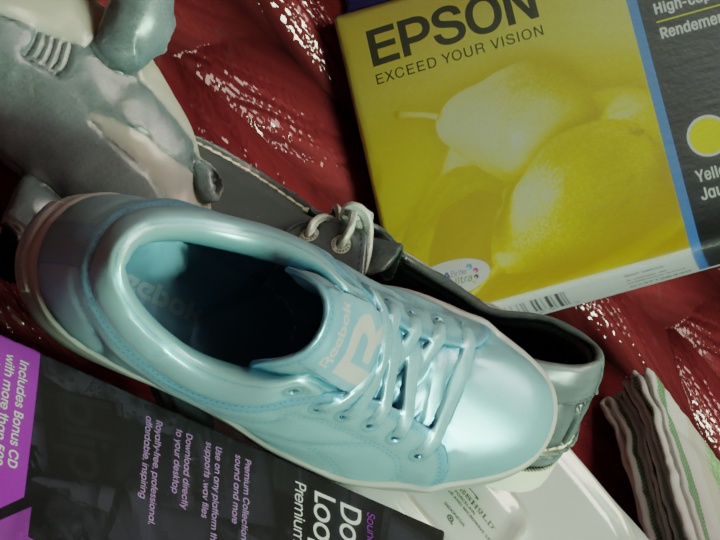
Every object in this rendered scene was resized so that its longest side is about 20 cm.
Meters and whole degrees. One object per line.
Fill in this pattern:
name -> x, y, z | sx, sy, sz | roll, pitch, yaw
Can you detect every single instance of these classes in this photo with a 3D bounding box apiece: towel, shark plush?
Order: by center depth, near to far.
shark plush -> -0.100, -0.022, 0.921 | 0.083, 0.091, 0.200 | -26, 105, -37
towel -> 0.179, 0.154, 1.238 | 0.200, 0.031, 0.149 | 51, 18, -32

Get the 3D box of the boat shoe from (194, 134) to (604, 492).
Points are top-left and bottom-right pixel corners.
boat shoe -> 0.000, 0.000, 0.976 | 0.200, 0.062, 0.073 | 36, 35, 2

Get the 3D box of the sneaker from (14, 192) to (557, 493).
sneaker -> -0.013, 0.030, 0.877 | 0.200, 0.082, 0.074 | 17, 86, -24

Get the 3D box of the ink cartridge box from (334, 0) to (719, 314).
ink cartridge box -> 0.094, -0.089, 1.125 | 0.047, 0.198, 0.200 | 37, 38, -72

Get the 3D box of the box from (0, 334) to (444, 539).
box -> -0.059, 0.114, 0.846 | 0.200, 0.036, 0.143 | 26, 47, -29

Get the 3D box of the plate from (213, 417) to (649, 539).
plate -> 0.029, 0.093, 1.000 | 0.200, 0.032, 0.200 | 50, 37, -3
